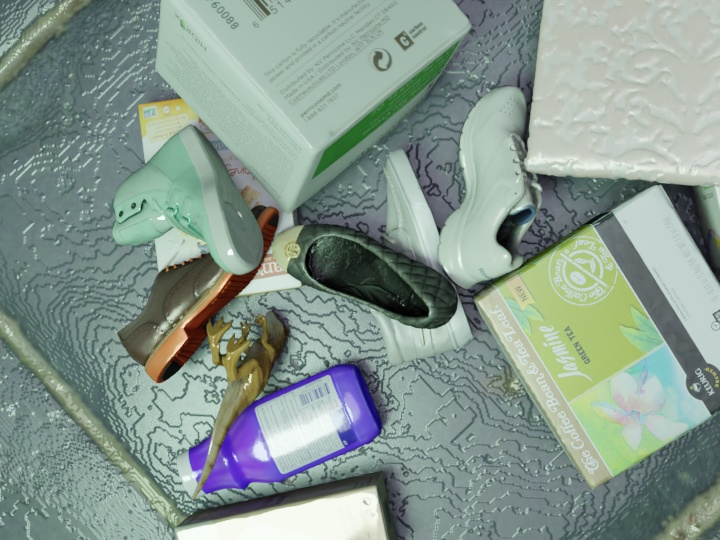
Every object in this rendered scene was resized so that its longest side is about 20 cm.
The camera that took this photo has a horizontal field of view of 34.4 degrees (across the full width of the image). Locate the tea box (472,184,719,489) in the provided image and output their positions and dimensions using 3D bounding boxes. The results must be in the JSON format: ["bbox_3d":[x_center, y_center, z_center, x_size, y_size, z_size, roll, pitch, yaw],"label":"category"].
[{"bbox_3d":[0.236,0.058,1.076,0.196,0.134,0.201,-33,88,4],"label":"tea box"}]

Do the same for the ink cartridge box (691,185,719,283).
[{"bbox_3d":[0.361,-0.021,1.074,0.067,0.117,0.202,-13,88,7],"label":"ink cartridge box"}]

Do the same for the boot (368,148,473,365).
[{"bbox_3d":[0.034,-0.010,1.124,0.095,0.074,0.202,-19,85,5],"label":"boot"}]

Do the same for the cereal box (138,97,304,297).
[{"bbox_3d":[-0.137,-0.073,1.154,0.142,0.040,0.202,-8,89,5],"label":"cereal box"}]

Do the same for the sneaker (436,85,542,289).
[{"bbox_3d":[0.136,-0.080,1.090,0.074,0.087,0.202,22,72,-39],"label":"sneaker"}]

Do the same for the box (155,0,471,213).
[{"bbox_3d":[-0.050,-0.203,1.054,0.199,0.171,0.200,-41,87,-19],"label":"box"}]

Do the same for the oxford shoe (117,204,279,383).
[{"bbox_3d":[-0.155,0.009,1.104,0.072,0.071,0.200,39,91,12],"label":"oxford shoe"}]

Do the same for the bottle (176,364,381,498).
[{"bbox_3d":[-0.081,0.163,1.136,0.199,0.065,0.084,-25,82,4],"label":"bottle"}]

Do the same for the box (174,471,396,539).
[{"bbox_3d":[-0.069,0.258,1.122,0.198,0.095,0.079,-13,88,3],"label":"box"}]

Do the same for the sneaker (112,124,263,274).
[{"bbox_3d":[-0.163,-0.038,1.064,0.118,0.074,0.201,-37,42,7],"label":"sneaker"}]

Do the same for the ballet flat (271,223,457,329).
[{"bbox_3d":[0.000,0.000,1.080,0.199,0.057,0.067,19,98,25],"label":"ballet flat"}]

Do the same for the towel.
[{"bbox_3d":[0.253,-0.173,1.032,0.198,0.032,0.193,5,84,17],"label":"towel"}]

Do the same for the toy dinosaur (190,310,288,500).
[{"bbox_3d":[-0.111,0.106,1.086,0.060,0.107,0.201,4,46,31],"label":"toy dinosaur"}]
